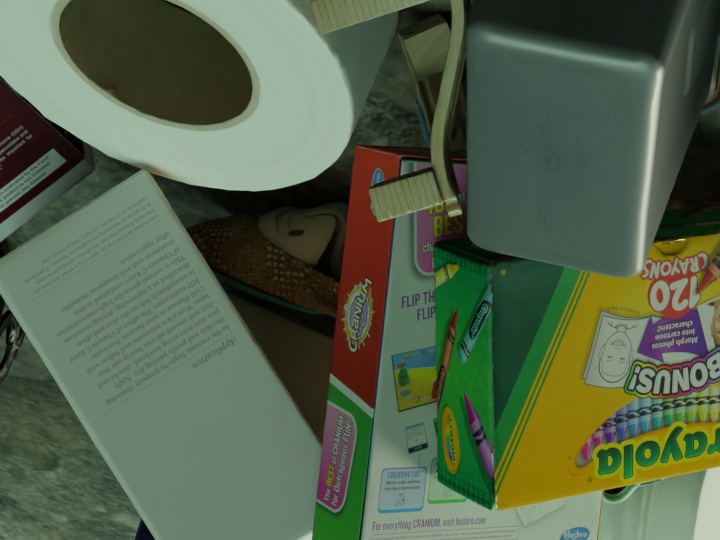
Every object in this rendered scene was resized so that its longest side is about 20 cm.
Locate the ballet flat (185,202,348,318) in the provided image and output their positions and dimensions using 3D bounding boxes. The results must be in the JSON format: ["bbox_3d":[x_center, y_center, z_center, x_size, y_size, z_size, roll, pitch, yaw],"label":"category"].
[{"bbox_3d":[0.000,0.000,1.307,0.199,0.071,0.065,23,113,5],"label":"ballet flat"}]

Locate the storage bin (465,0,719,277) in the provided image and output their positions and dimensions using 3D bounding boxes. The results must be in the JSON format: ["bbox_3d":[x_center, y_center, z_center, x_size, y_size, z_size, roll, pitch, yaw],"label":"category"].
[{"bbox_3d":[0.109,-0.094,1.038,0.145,0.135,0.200,12,148,10],"label":"storage bin"}]

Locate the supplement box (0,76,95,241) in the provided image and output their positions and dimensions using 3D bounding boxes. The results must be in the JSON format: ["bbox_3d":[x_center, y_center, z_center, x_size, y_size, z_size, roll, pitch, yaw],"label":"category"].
[{"bbox_3d":[-0.243,-0.097,1.239,0.109,0.061,0.200,-35,127,14],"label":"supplement box"}]

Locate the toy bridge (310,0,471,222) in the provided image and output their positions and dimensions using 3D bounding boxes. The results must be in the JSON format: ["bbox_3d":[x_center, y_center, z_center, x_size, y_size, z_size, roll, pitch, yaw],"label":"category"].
[{"bbox_3d":[0.013,-0.120,1.042,0.067,0.027,0.201,-16,96,14],"label":"toy bridge"}]

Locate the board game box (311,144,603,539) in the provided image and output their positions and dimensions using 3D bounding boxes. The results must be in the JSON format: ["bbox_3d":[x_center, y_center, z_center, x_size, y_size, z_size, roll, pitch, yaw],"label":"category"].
[{"bbox_3d":[0.058,0.043,1.169,0.153,0.201,0.040,2,-171,-35],"label":"board game box"}]

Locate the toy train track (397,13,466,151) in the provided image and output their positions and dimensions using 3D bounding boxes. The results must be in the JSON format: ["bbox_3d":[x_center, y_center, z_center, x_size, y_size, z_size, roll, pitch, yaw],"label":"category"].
[{"bbox_3d":[0.058,-0.036,1.200,0.114,0.033,0.200,-24,127,-7],"label":"toy train track"}]

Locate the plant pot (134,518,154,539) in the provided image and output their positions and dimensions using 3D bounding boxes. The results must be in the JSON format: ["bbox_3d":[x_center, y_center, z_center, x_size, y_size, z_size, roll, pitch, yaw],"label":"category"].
[{"bbox_3d":[-0.038,0.261,1.596,0.179,0.201,0.200,-15,135,31],"label":"plant pot"}]

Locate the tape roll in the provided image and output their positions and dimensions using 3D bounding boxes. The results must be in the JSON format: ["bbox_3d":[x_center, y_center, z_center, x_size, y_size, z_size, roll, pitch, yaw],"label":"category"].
[{"bbox_3d":[-0.086,-0.126,1.137,0.202,0.071,0.203,16,150,10],"label":"tape roll"}]

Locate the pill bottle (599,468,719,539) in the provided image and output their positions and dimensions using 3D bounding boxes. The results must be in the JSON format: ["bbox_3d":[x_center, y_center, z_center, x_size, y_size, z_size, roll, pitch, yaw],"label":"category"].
[{"bbox_3d":[0.110,0.141,1.410,0.199,0.113,0.113,6,146,20],"label":"pill bottle"}]

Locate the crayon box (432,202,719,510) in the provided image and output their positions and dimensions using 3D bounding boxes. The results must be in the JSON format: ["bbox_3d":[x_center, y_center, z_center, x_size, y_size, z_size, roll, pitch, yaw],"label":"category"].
[{"bbox_3d":[0.133,0.036,1.146,0.199,0.119,0.058,-9,-165,-27],"label":"crayon box"}]

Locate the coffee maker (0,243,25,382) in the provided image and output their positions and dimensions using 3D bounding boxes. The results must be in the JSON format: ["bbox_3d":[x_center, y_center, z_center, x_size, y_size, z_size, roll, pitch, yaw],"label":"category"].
[{"bbox_3d":[-0.324,0.014,1.418,0.199,0.135,0.192,11,148,12],"label":"coffee maker"}]

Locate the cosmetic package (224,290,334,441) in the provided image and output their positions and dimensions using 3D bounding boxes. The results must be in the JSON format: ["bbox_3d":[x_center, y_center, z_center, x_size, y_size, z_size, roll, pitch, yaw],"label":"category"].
[{"bbox_3d":[-0.021,0.079,1.353,0.199,0.071,0.105,23,171,24],"label":"cosmetic package"}]

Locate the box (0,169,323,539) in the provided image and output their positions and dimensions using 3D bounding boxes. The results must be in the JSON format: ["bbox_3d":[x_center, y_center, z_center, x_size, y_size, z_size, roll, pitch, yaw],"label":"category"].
[{"bbox_3d":[-0.094,0.066,1.235,0.200,0.097,0.124,57,174,7],"label":"box"}]

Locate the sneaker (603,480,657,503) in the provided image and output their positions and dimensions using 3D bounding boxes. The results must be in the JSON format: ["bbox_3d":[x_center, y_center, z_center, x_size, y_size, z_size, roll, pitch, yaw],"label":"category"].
[{"bbox_3d":[0.115,0.072,1.300,0.074,0.119,0.200,33,146,-24],"label":"sneaker"}]
